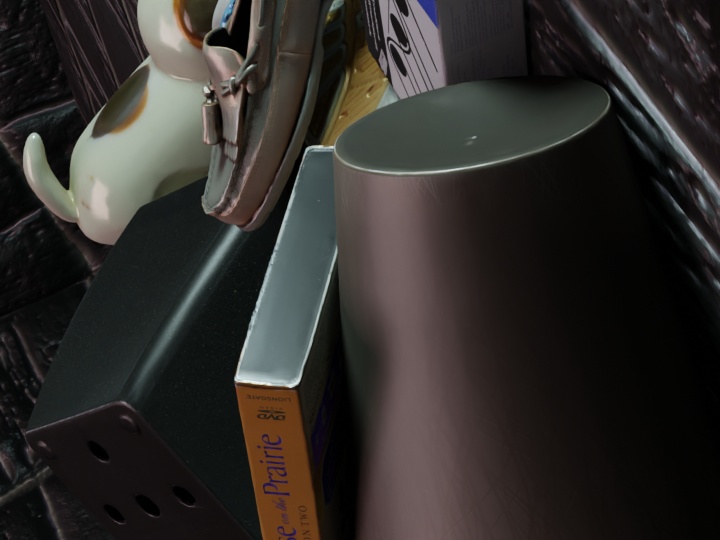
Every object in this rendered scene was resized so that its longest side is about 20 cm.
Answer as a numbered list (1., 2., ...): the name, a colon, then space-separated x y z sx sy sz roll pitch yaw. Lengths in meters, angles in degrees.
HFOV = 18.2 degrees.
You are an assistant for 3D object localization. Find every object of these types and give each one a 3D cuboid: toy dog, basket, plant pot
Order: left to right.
1. toy dog: -0.105 -0.114 1.421 0.140 0.193 0.201 -103 28 -63
2. plant pot: -0.072 0.073 1.285 0.200 0.178 0.200 50 148 -14
3. basket: 0.060 0.033 0.911 0.136 0.179 0.201 -47 -51 -57

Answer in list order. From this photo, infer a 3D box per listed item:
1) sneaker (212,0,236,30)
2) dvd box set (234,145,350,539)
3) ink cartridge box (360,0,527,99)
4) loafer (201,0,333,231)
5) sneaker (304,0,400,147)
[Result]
1. sneaker: -0.037 -0.129 1.226 0.200 0.074 0.087 53 -158 -67
2. dvd box set: -0.015 0.068 0.981 0.147 0.029 0.201 -75 -16 -45
3. ink cartridge box: 0.031 -0.136 0.963 0.094 0.044 0.200 59 168 33
4. loafer: -0.050 -0.120 1.089 0.072 0.063 0.201 44 118 61
5. sneaker: 0.025 -0.057 1.098 0.087 0.076 0.201 25 -136 -38
